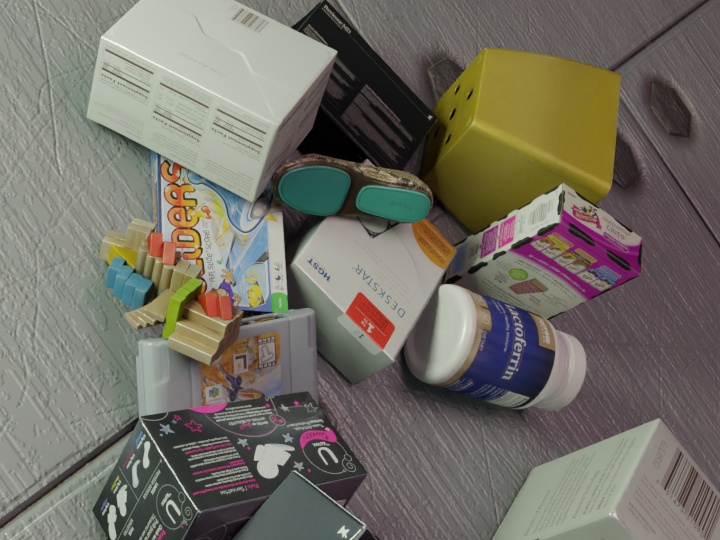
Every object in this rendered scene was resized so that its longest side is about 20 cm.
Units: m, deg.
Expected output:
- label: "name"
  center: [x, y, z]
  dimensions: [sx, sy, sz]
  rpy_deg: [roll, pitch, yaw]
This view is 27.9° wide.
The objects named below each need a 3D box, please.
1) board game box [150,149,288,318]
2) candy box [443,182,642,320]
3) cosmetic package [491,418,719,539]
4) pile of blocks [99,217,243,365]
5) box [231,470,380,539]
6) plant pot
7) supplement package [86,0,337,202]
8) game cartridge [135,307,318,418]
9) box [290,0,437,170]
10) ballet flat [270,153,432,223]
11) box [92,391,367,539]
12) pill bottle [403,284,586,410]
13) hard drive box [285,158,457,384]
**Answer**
- label: "board game box"
  center: [-0.148, -0.044, 1.503]
  dimensions: [0.135, 0.034, 0.200]
  rpy_deg: [4, 63, -19]
- label: "candy box"
  center: [0.214, -0.011, 1.718]
  dimensions: [0.136, 0.200, 0.061]
  rpy_deg: [31, 50, -27]
- label: "cosmetic package"
  center: [0.279, 0.298, 1.601]
  dimensions: [0.165, 0.200, 0.165]
  rpy_deg: [49, 43, -9]
- label: "pile of blocks"
  center: [-0.189, 0.008, 1.371]
  dimensions: [0.082, 0.062, 0.200]
  rpy_deg: [-16, 43, -43]
- label: "box"
  center: [-0.044, 0.318, 1.257]
  dimensions: [0.200, 0.123, 0.198]
  rpy_deg: [-47, 130, -12]
- label: "plant pot"
  center: [0.188, -0.157, 1.795]
  dimensions: [0.176, 0.200, 0.200]
  rpy_deg: [25, 52, -16]
- label: "supplement package"
  center: [-0.152, -0.192, 1.500]
  dimensions: [0.200, 0.111, 0.156]
  rpy_deg: [28, 43, 5]
- label: "game cartridge"
  center: [-0.124, 0.116, 1.416]
  dimensions: [0.200, 0.041, 0.134]
  rpy_deg: [-11, 100, -38]
- label: "box"
  center: [-0.022, -0.196, 1.699]
  dimensions: [0.200, 0.079, 0.141]
  rpy_deg: [46, 47, -12]
- label: "ballet flat"
  center: [-0.017, -0.093, 1.561]
  dimensions: [0.200, 0.068, 0.075]
  rpy_deg: [7, 30, -30]
- label: "box"
  center: [-0.118, 0.205, 1.329]
  dimensions: [0.200, 0.132, 0.115]
  rpy_deg: [-4, 45, -43]
- label: "pill bottle"
  center: [0.158, 0.095, 1.670]
  dimensions: [0.200, 0.116, 0.116]
  rpy_deg: [19, 56, -34]
- label: "hard drive box"
  center: [0.000, 0.000, 1.610]
  dimensions: [0.156, 0.077, 0.200]
  rpy_deg: [44, 45, -13]
